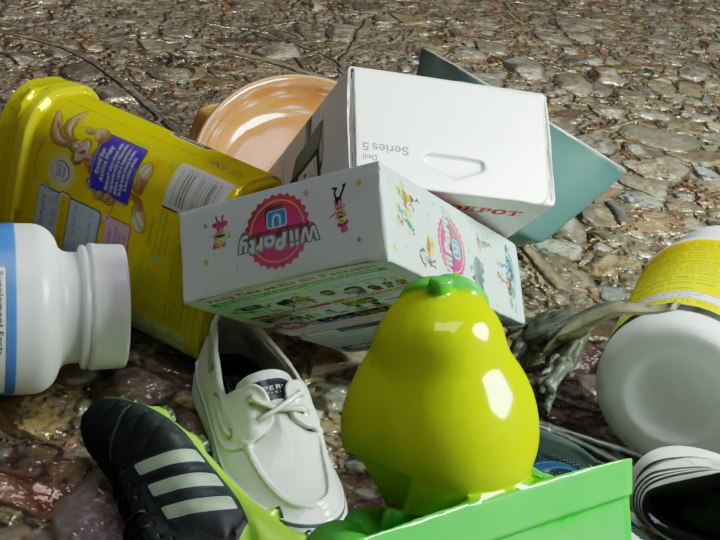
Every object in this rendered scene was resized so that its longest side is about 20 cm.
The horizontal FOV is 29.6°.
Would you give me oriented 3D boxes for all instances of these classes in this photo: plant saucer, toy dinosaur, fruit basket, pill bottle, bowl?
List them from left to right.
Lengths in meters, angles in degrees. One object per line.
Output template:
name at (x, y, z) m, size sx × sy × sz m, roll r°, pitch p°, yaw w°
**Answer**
pill bottle at (-0.252, 0.025, 0.876) m, size 0.198 × 0.113 × 0.112 m, roll -1°, pitch 30°, yaw -18°
plant saucer at (-0.040, -0.059, 1.076) m, size 0.198 × 0.037 × 0.202 m, roll 8°, pitch 65°, yaw -17°
fruit basket at (0.032, 0.113, 0.671) m, size 0.214 × 0.155 × 0.217 m, roll 15°, pitch 62°, yaw -31°
bowl at (0.113, -0.094, 1.158) m, size 0.200 × 0.105 × 0.201 m, roll 31°, pitch 10°, yaw -6°
toy dinosaur at (0.128, 0.052, 0.912) m, size 0.088 × 0.048 × 0.200 m, roll -39°, pitch 5°, yaw -19°
pill bottle at (0.243, 0.044, 0.975) m, size 0.112 × 0.113 × 0.200 m, roll 17°, pitch 30°, yaw 16°

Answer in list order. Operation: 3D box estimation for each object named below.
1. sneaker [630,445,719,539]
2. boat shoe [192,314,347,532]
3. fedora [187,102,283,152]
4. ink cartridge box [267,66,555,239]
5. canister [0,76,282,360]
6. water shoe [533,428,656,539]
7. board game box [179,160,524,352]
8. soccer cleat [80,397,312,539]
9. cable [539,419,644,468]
sneaker at (0.256, 0.149, 0.791) m, size 0.199 × 0.076 × 0.115 m, roll 4°, pitch 3°, yaw 10°
boat shoe at (-0.057, 0.093, 0.852) m, size 0.071 × 0.066 × 0.200 m, roll -2°, pitch 30°, yaw -18°
fedora at (-0.087, -0.091, 1.163) m, size 0.199 × 0.082 × 0.201 m, roll 6°, pitch 28°, yaw -3°
ink cartridge box at (0.027, -0.058, 0.959) m, size 0.144 × 0.200 × 0.085 m, roll 5°, pitch 72°, yaw -19°
canister at (-0.163, -0.036, 0.975) m, size 0.199 × 0.150 × 0.086 m, roll 24°, pitch 23°, yaw 22°
water shoe at (0.128, 0.137, 0.789) m, size 0.200 × 0.072 × 0.079 m, roll 38°, pitch 45°, yaw 26°
board game box at (0.000, 0.000, 0.887) m, size 0.147 × 0.065 × 0.200 m, roll -12°, pitch -17°, yaw 27°
soccer cleat at (-0.108, 0.137, 0.766) m, size 0.081 × 0.068 × 0.199 m, roll -32°, pitch 47°, yaw -33°
cable at (0.102, 0.117, 0.903) m, size 0.198 × 0.051 × 0.097 m, roll 19°, pitch 10°, yaw -7°
